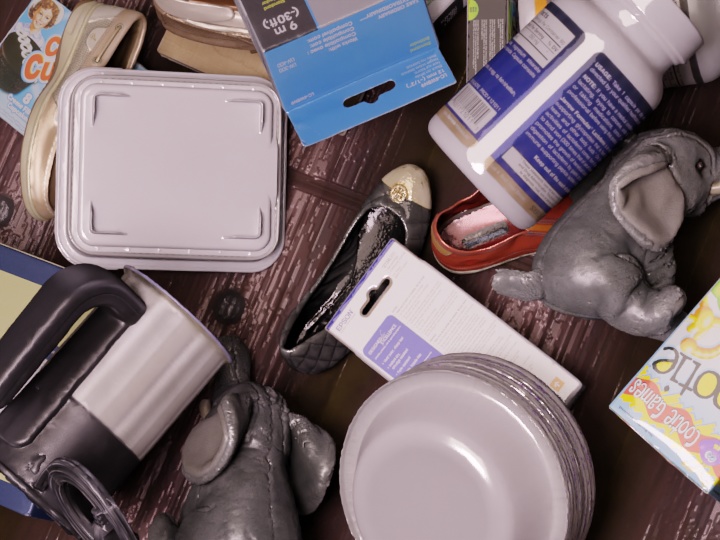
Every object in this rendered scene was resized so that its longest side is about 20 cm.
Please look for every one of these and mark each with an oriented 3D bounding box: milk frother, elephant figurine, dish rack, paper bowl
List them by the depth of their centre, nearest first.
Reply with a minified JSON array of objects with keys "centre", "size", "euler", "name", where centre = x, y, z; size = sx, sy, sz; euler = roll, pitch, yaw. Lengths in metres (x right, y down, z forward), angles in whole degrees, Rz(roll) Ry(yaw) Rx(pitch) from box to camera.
[{"centre":[-0.178,0.114,1.565],"size":[0.199,0.181,0.188],"euler":[36,79,23],"name":"milk frother"},{"centre":[0.074,0.172,1.594],"size":[0.199,0.104,0.203],"euler":[8,106,28],"name":"paper bowl"},{"centre":[0.220,-0.055,1.613],"size":[0.141,0.155,0.202],"euler":[19,96,30],"name":"elephant figurine"},{"centre":[-0.093,0.153,1.662],"size":[0.154,0.141,0.202],"euler":[10,83,22],"name":"elephant figurine"},{"centre":[-0.158,-0.087,1.745],"size":[0.198,0.044,0.173],"euler":[2,85,-12],"name":"dish rack"}]

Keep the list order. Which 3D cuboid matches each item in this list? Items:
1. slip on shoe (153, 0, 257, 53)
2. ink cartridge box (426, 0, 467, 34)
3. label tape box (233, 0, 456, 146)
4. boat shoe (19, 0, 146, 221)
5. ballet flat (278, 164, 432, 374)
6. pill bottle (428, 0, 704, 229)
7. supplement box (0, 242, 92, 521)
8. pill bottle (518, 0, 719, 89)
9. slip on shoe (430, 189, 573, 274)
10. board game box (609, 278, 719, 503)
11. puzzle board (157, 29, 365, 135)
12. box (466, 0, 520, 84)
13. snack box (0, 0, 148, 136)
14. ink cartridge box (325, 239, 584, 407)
[{"centre":[-0.083,-0.218,1.782],"size":[0.198,0.061,0.076],"euler":[9,52,2],"name":"slip on shoe"},{"centre":[0.017,-0.290,1.780],"size":[0.200,0.037,0.095],"euler":[39,75,20],"name":"ink cartridge box"},{"centre":[-0.024,-0.220,1.701],"size":[0.142,0.066,0.201],"euler":[-23,63,-4],"name":"label tape box"},{"centre":[-0.239,-0.137,1.783],"size":[0.064,0.072,0.202],"euler":[12,77,21],"name":"boat shoe"},{"centre":[0.000,0.000,1.720],"size":[0.066,0.057,0.201],"euler":[30,88,22],"name":"ballet flat"},{"centre":[0.158,-0.138,1.561],"size":[0.200,0.116,0.116],"euler":[-43,69,6],"name":"pill bottle"},{"centre":[-0.298,0.089,1.755],"size":[0.199,0.134,0.201],"euler":[19,85,20],"name":"supplement box"},{"centre":[0.235,-0.203,1.659],"size":[0.198,0.116,0.117],"euler":[-7,76,16],"name":"pill bottle"},{"centre":[0.148,-0.054,1.683],"size":[0.199,0.061,0.075],"euler":[-22,70,10],"name":"slip on shoe"},{"centre":[0.302,0.069,1.582],"size":[0.103,0.105,0.200],"euler":[42,93,21],"name":"board game box"},{"centre":[-0.065,-0.223,1.814],"size":[0.199,0.017,0.152],"euler":[25,85,21],"name":"puzzle board"},{"centre":[0.116,-0.206,1.683],"size":[0.034,0.110,0.202],"euler":[0,89,16],"name":"box"},{"centre":[-0.248,-0.151,1.845],"size":[0.200,0.037,0.117],"euler":[37,90,22],"name":"snack box"},{"centre":[0.077,0.071,1.673],"size":[0.200,0.037,0.095],"euler":[38,91,13],"name":"ink cartridge box"}]
